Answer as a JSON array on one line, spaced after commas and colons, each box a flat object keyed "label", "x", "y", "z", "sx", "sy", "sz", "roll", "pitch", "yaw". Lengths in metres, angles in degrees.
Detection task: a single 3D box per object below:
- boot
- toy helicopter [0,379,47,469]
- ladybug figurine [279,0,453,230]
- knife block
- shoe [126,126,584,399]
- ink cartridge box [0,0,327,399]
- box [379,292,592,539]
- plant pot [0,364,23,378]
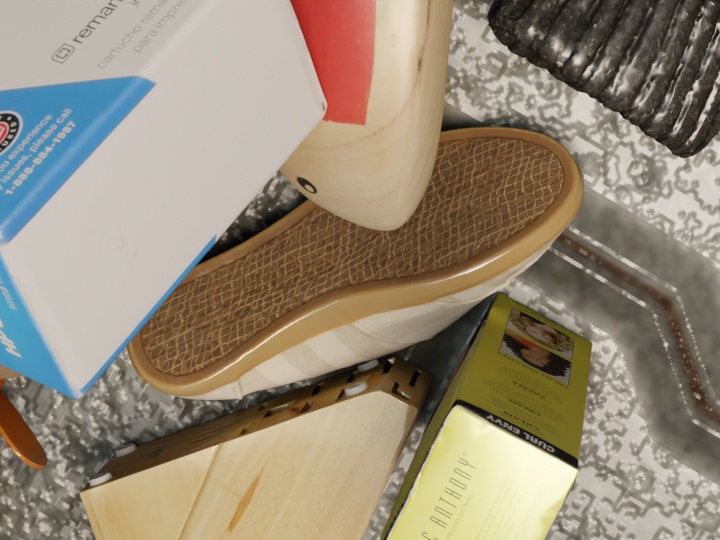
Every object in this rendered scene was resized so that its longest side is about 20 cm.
[{"label": "boot", "x": 0.089, "y": -0.160, "z": 0.755, "sx": 0.211, "sy": 0.079, "sz": 0.158, "roll": 38, "pitch": 103, "yaw": -1}, {"label": "toy helicopter", "x": -0.212, "y": 0.045, "z": 0.836, "sx": 0.131, "sy": 0.079, "sz": 0.202, "roll": -22, "pitch": 93, "yaw": 10}, {"label": "ladybug figurine", "x": -0.004, "y": -0.117, "z": 0.744, "sx": 0.071, "sy": 0.136, "sz": 0.202, "roll": 3, "pitch": 96, "yaw": -4}, {"label": "knife block", "x": -0.040, "y": 0.150, "z": 0.836, "sx": 0.198, "sy": 0.064, "sz": 0.177, "roll": -20, "pitch": 98, "yaw": 10}, {"label": "shoe", "x": 0.000, "y": 0.000, "z": 0.815, "sx": 0.198, "sy": 0.053, "sz": 0.070, "roll": -23, "pitch": 64, "yaw": 7}, {"label": "ink cartridge box", "x": -0.136, "y": -0.062, "z": 0.693, "sx": 0.199, "sy": 0.085, "sz": 0.146, "roll": 21, "pitch": 59, "yaw": 32}, {"label": "box", "x": 0.049, "y": 0.068, "z": 0.740, "sx": 0.050, "sy": 0.200, "sz": 0.076, "roll": 27, "pitch": 102, "yaw": 2}, {"label": "plant pot", "x": -0.135, "y": -0.027, "z": 0.782, "sx": 0.199, "sy": 0.202, "sz": 0.093, "roll": -10, "pitch": 139, "yaw": 9}]
